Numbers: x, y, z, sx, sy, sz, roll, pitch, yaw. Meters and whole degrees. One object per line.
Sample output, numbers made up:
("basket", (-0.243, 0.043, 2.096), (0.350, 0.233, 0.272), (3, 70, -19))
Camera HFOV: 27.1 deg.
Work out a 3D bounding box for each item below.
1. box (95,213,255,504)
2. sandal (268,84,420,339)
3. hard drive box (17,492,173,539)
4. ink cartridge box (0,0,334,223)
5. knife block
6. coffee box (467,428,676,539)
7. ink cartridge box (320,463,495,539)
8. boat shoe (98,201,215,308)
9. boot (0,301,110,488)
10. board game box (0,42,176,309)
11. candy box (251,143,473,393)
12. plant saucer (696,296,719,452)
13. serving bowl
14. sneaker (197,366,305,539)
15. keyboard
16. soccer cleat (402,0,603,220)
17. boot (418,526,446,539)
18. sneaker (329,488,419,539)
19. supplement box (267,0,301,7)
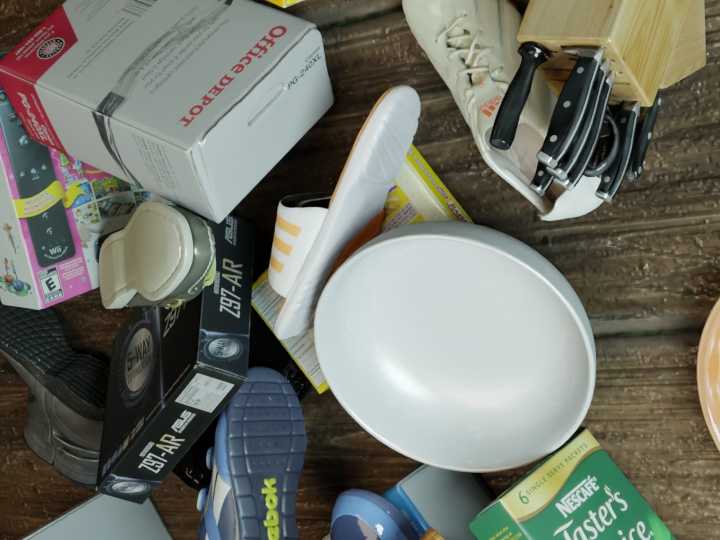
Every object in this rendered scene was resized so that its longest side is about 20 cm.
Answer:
("box", (-0.150, 0.071, 1.206), (0.043, 0.160, 0.200), (20, 136, -23))
("sandal", (-0.021, -0.048, 1.061), (0.059, 0.079, 0.207), (34, 113, 22))
("hard drive box", (-0.299, 0.282, 1.380), (0.156, 0.200, 0.077), (-31, 88, 43))
("ink cartridge box", (-0.141, -0.137, 1.095), (0.200, 0.145, 0.083), (25, 149, 29))
("knife block", (0.133, -0.146, 0.858), (0.064, 0.175, 0.200), (9, 114, 35))
("coffee box", (0.176, 0.217, 1.018), (0.200, 0.123, 0.044), (52, 133, 11))
("ink cartridge box", (0.036, 0.252, 1.171), (0.145, 0.084, 0.200), (53, 131, 7))
("boat shoe", (-0.143, -0.009, 1.112), (0.202, 0.060, 0.072), (161, 107, -64))
("boot", (-0.305, 0.112, 1.405), (0.200, 0.070, 0.132), (42, 135, 23))
("board game box", (-0.236, -0.087, 1.201), (0.064, 0.147, 0.200), (4, 112, 49))
("candy box", (0.000, 0.000, 1.122), (0.200, 0.026, 0.102), (-43, 78, 37))
("plant saucer", (0.304, 0.075, 0.909), (0.200, 0.037, 0.201), (17, 120, 33))
("serving bowl", (0.071, 0.045, 1.049), (0.200, 0.066, 0.200), (10, 124, 14))
("sneaker", (-0.092, 0.176, 1.173), (0.082, 0.074, 0.201), (-15, 70, 54))
("keyboard", (-0.098, 0.103, 1.248), (0.104, 0.040, 0.200), (40, 118, 14))
("soccer cleat", (0.090, -0.119, 0.972), (0.200, 0.078, 0.069), (52, 132, 9))
("boot", (0.058, 0.277, 1.050), (0.200, 0.155, 0.077), (41, 172, -34))
("sneaker", (0.003, 0.257, 1.089), (0.074, 0.082, 0.200), (8, 111, 37))
("supplement box", (-0.086, -0.272, 1.028), (0.200, 0.109, 0.110), (27, 124, 27))
